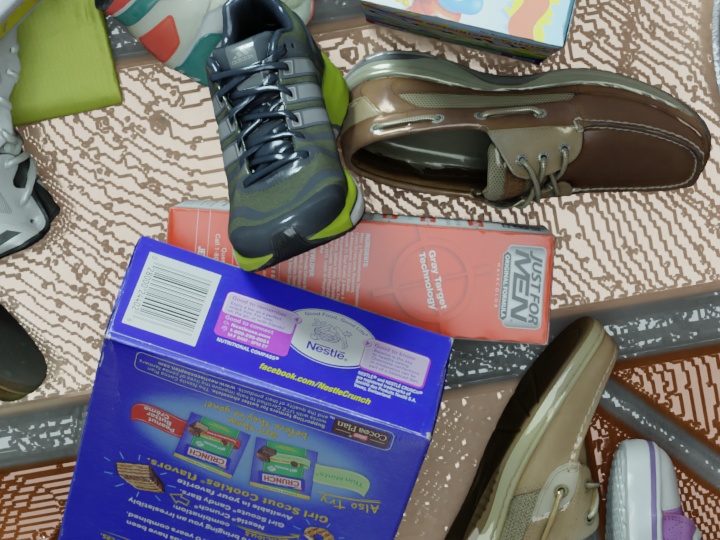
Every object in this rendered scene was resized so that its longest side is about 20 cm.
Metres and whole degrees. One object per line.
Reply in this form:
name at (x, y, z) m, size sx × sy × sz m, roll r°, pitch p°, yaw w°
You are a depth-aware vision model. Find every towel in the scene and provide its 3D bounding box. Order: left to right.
towel at (-0.235, -0.111, 1.513) m, size 0.200 × 0.018 × 0.086 m, roll -12°, pitch 98°, yaw 1°

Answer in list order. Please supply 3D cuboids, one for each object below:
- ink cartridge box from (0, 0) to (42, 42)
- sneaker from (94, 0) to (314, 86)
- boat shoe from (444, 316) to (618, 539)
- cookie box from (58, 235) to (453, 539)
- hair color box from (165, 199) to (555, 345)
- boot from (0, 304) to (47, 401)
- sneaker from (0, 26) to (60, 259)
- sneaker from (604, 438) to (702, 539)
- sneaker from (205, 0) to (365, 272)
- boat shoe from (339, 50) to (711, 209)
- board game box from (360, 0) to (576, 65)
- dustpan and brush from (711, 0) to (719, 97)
ink cartridge box at (-0.218, -0.224, 1.428) m, size 0.198 × 0.047 × 0.200 m, roll 40°, pitch 65°, yaw 5°
sneaker at (-0.045, -0.184, 1.488) m, size 0.200 × 0.070 × 0.093 m, roll -44°, pitch 109°, yaw 0°
boat shoe at (0.096, 0.121, 1.492) m, size 0.064 × 0.071 × 0.200 m, roll 25°, pitch 101°, yaw -6°
cookie box at (-0.059, 0.096, 1.431) m, size 0.171 × 0.075 × 0.200 m, roll 18°, pitch 136°, yaw 0°
hair color box at (0.000, 0.000, 1.469) m, size 0.200 × 0.102 × 0.061 m, roll 4°, pitch 93°, yaw 2°
boot at (-0.265, 0.029, 1.501) m, size 0.200 × 0.074 × 0.076 m, roll 27°, pitch 111°, yaw 4°
sneaker at (-0.199, -0.084, 1.484) m, size 0.115 × 0.076 × 0.201 m, roll 30°, pitch 92°, yaw -21°
sneaker at (0.194, 0.180, 1.493) m, size 0.114 × 0.073 × 0.201 m, roll -10°, pitch 102°, yaw -2°
sneaker at (-0.048, -0.072, 1.395) m, size 0.074 × 0.200 × 0.081 m, roll -24°, pitch 123°, yaw 9°
boat shoe at (0.084, -0.062, 1.468) m, size 0.200 × 0.072 × 0.076 m, roll 5°, pitch 136°, yaw 8°
board game box at (0.060, -0.169, 1.412) m, size 0.103 × 0.200 × 0.105 m, roll 13°, pitch 92°, yaw 0°
dustpan and brush at (0.236, -0.178, 1.477) m, size 0.139 × 0.057 × 0.200 m, roll -20°, pitch 92°, yaw 2°
